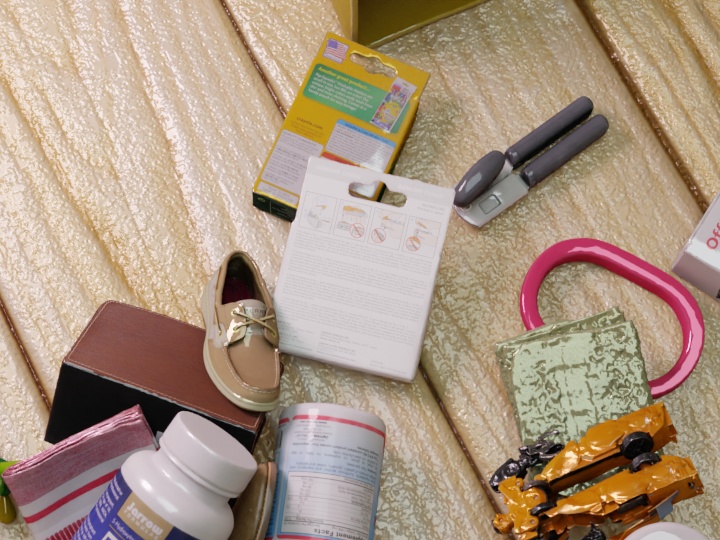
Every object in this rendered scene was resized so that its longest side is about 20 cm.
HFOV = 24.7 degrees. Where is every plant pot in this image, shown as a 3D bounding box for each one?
[{"bbox_3d":[0.037,-0.393,1.765,0.194,0.195,0.201,-23,69,-9],"label":"plant pot"}]

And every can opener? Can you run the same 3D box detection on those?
[{"bbox_3d":[0.179,-0.120,1.741,0.199,0.067,0.053,-36,78,-12],"label":"can opener"}]

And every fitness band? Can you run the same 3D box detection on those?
[{"bbox_3d":[0.260,0.051,1.709,0.199,0.037,0.144,28,70,6],"label":"fitness band"}]

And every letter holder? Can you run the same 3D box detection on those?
[{"bbox_3d":[-0.190,0.127,1.632,0.198,0.101,0.142,20,30,1],"label":"letter holder"}]

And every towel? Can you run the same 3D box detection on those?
[{"bbox_3d":[-0.236,0.243,1.569,0.143,0.023,0.201,-26,113,-10],"label":"towel"},{"bbox_3d":[0.225,0.147,1.648,0.147,0.036,0.202,-15,84,3],"label":"towel"}]

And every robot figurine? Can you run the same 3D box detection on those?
[{"bbox_3d":[0.220,0.211,1.574,0.199,0.058,0.146,-26,42,7],"label":"robot figurine"}]

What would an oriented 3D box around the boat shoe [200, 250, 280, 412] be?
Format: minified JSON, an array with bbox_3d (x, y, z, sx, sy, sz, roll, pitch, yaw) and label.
[{"bbox_3d":[-0.116,0.056,1.621,0.073,0.067,0.201,7,35,-25],"label":"boat shoe"}]

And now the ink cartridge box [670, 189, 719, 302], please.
[{"bbox_3d":[0.448,-0.013,1.709,0.199,0.086,0.148,33,74,10],"label":"ink cartridge box"}]

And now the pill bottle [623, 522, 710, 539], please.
[{"bbox_3d":[0.270,0.307,1.537,0.112,0.200,0.114,1,72,-2],"label":"pill bottle"}]

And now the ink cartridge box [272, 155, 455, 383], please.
[{"bbox_3d":[0.000,0.000,1.684,0.159,0.050,0.202,13,84,2],"label":"ink cartridge box"}]

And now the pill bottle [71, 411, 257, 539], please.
[{"bbox_3d":[-0.186,0.236,1.505,0.119,0.120,0.201,36,96,9],"label":"pill bottle"}]

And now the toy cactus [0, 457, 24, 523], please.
[{"bbox_3d":[-0.381,0.186,1.591,0.103,0.199,0.165,-55,38,4],"label":"toy cactus"}]

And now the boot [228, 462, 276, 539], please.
[{"bbox_3d":[-0.137,0.268,1.565,0.075,0.074,0.202,23,98,-5],"label":"boot"}]

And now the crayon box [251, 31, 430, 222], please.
[{"bbox_3d":[-0.019,-0.138,1.747,0.125,0.052,0.201,23,73,5],"label":"crayon box"}]

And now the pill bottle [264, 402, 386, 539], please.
[{"bbox_3d":[-0.038,0.238,1.595,0.108,0.109,0.202,7,72,0],"label":"pill bottle"}]
